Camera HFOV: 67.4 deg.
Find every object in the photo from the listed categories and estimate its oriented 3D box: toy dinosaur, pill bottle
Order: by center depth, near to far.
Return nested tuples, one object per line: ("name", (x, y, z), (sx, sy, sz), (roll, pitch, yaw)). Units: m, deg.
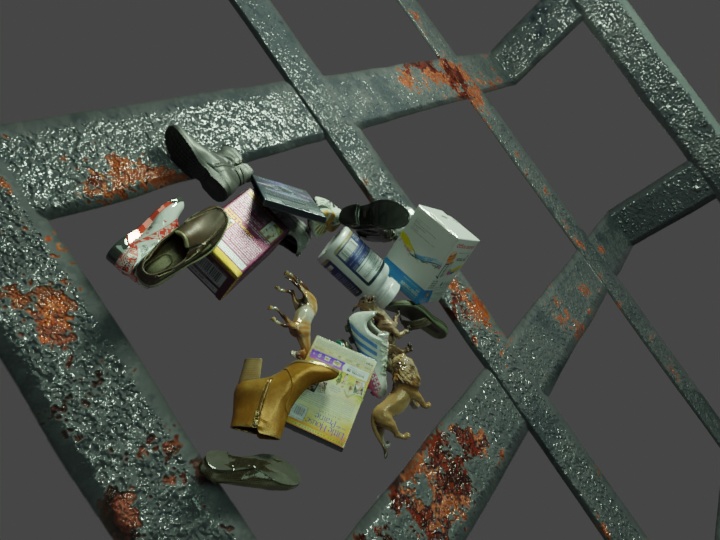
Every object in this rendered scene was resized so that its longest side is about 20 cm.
("toy dinosaur", (0.044, 0.161, 1.268), (0.133, 0.086, 0.204), (-2, 84, -17))
("pill bottle", (0.000, 0.000, 1.318), (0.200, 0.111, 0.112), (43, 42, -10))

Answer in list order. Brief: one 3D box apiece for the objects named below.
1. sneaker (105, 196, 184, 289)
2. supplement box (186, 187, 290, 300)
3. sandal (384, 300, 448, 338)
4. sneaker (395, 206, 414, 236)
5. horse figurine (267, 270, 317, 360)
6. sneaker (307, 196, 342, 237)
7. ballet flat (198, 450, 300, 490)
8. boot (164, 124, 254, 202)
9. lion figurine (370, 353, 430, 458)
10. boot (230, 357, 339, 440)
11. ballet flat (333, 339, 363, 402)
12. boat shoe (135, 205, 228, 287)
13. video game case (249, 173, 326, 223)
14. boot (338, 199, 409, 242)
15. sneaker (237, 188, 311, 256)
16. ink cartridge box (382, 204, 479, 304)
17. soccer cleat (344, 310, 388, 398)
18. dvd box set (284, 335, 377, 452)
("sneaker", (-0.383, -0.051, 1.049), (0.108, 0.067, 0.202), (43, 46, -10))
("supplement box", (-0.263, -0.059, 1.131), (0.131, 0.103, 0.200), (45, 43, -4))
("sandal", (0.147, 0.133, 1.386), (0.199, 0.079, 0.058), (32, 59, -22))
("sneaker", (0.139, -0.088, 1.540), (0.114, 0.075, 0.202), (-13, 62, -40))
("horse figurine", (-0.138, 0.089, 1.175), (0.132, 0.049, 0.202), (42, 35, -29))
("sneaker", (-0.104, -0.137, 1.324), (0.087, 0.076, 0.200), (40, 11, 6))
("ballet flat", (-0.194, 0.360, 0.954), (0.198, 0.047, 0.068), (23, 18, -36))
("boot", (-0.344, -0.259, 1.236), (0.201, 0.069, 0.132), (52, 37, -16))
("lion figurine", (0.075, 0.289, 1.172), (0.123, 0.072, 0.201), (50, 58, -18))
("boot", (-0.141, 0.247, 1.025), (0.197, 0.071, 0.146), (5, 60, -6))
("ballet flat", (-0.026, 0.247, 1.165), (0.075, 0.067, 0.203), (34, 40, -42))
("boat shoe", (-0.314, -0.048, 0.976), (0.075, 0.075, 0.203), (43, 66, -5))
("video game case", (-0.164, -0.162, 1.200), (0.141, 0.019, 0.200), (15, 18, -25))
("boot", (0.054, -0.114, 1.352), (0.174, 0.196, 0.071), (31, 66, -60))
("sneaker", (-0.198, -0.111, 1.241), (0.199, 0.075, 0.083), (35, 39, -19))
("ink cartridge box", (0.176, -0.040, 1.387), (0.144, 0.202, 0.146), (42, 22, 26))
("soccer cleat", (0.034, 0.186, 1.202), (0.070, 0.085, 0.203), (-46, 115, -76))
("dvd box set", (-0.064, 0.244, 1.093), (0.144, 0.030, 0.202), (21, 53, 5))
